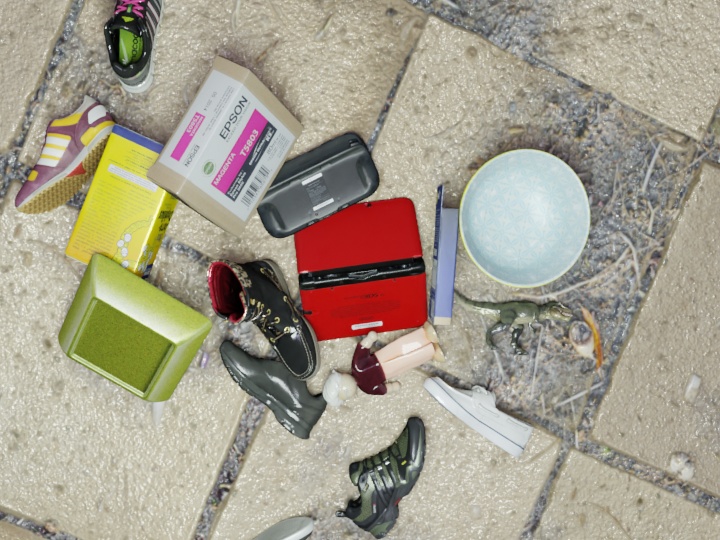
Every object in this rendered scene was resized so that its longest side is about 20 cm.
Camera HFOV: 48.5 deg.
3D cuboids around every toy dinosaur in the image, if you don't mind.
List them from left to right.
[{"bbox_3d":[0.234,0.084,1.261,0.194,0.048,0.091,7,79,-2],"label":"toy dinosaur"}]

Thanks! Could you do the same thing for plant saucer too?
[{"bbox_3d":[-0.344,0.103,1.178,0.197,0.048,0.201,31,124,-9],"label":"plant saucer"}]

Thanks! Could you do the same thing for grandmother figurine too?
[{"bbox_3d":[0.030,0.149,1.238,0.197,0.061,0.123,-27,110,-6],"label":"grandmother figurine"}]

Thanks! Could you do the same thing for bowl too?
[{"bbox_3d":[0.239,-0.080,1.219,0.194,0.108,0.206,0,94,-3],"label":"bowl"}]

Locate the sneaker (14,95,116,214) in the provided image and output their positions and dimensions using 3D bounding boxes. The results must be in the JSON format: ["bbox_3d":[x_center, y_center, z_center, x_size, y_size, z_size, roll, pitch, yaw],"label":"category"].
[{"bbox_3d":[-0.453,-0.173,1.208,0.199,0.075,0.091,-41,79,-1],"label":"sneaker"}]

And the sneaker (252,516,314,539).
[{"bbox_3d":[-0.138,0.472,1.261,0.198,0.071,0.100,-33,96,6],"label":"sneaker"}]

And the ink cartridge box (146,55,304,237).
[{"bbox_3d":[-0.190,-0.174,1.154,0.074,0.164,0.203,28,86,31],"label":"ink cartridge box"}]

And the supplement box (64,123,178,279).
[{"bbox_3d":[-0.341,-0.098,1.192,0.107,0.109,0.204,23,93,-3],"label":"supplement box"}]

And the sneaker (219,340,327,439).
[{"bbox_3d":[-0.135,0.170,1.245,0.200,0.076,0.091,43,81,-11],"label":"sneaker"}]

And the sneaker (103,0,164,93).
[{"bbox_3d":[-0.337,-0.372,1.185,0.072,0.087,0.206,4,93,-3],"label":"sneaker"}]

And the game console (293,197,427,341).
[{"bbox_3d":[0.000,0.000,1.259,0.194,0.120,0.176,-7,125,-1],"label":"game console"}]

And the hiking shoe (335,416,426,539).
[{"bbox_3d":[0.034,0.316,1.252,0.099,0.076,0.204,23,93,-7],"label":"hiking shoe"}]

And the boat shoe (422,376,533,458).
[{"bbox_3d":[0.186,0.215,1.261,0.198,0.073,0.066,36,87,-14],"label":"boat shoe"}]

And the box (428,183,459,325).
[{"bbox_3d":[0.127,-0.025,1.210,0.031,0.121,0.206,3,94,2],"label":"box"}]

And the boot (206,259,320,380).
[{"bbox_3d":[-0.142,0.069,1.166,0.072,0.150,0.204,-29,74,19],"label":"boot"}]

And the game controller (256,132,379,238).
[{"bbox_3d":[-0.070,-0.131,1.233,0.196,0.042,0.106,-26,90,0],"label":"game controller"}]
